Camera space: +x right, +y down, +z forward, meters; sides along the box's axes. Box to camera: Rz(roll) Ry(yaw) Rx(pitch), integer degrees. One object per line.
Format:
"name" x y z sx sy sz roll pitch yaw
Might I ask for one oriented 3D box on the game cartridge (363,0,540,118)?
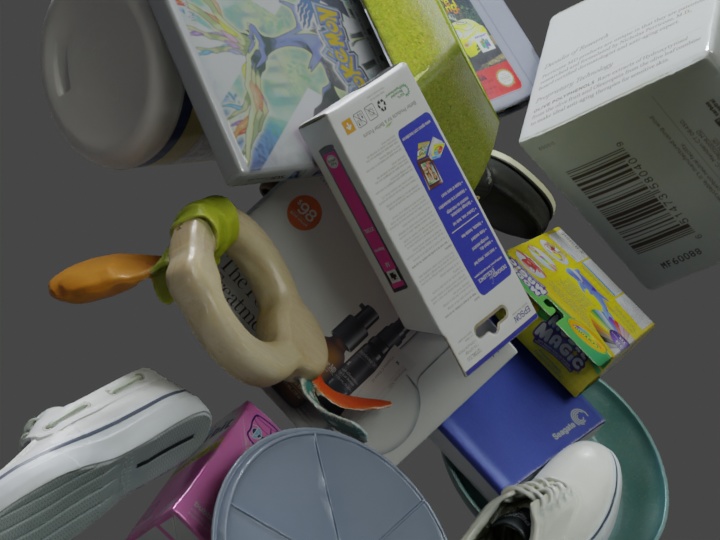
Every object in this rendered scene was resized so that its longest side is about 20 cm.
"game cartridge" 0.071 -0.180 1.895 0.200 0.041 0.133 -26 78 -48

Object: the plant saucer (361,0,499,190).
"plant saucer" 0.041 -0.180 1.680 0.201 0.048 0.200 67 7 24

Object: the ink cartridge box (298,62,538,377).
"ink cartridge box" 0.041 -0.032 1.533 0.095 0.037 0.201 -36 99 -44

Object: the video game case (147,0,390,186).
"video game case" -0.057 -0.156 1.552 0.182 0.022 0.201 -9 70 -45

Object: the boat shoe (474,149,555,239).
"boat shoe" 0.064 -0.071 1.788 0.201 0.074 0.063 28 52 -21

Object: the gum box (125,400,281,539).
"gum box" -0.045 0.201 1.502 0.200 0.066 0.114 45 43 -9

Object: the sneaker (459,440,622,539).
"sneaker" 0.124 0.177 1.582 0.200 0.073 0.071 -49 143 -39

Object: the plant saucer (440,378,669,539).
"plant saucer" 0.138 0.147 1.710 0.199 0.036 0.201 17 46 -19

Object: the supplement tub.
"supplement tub" -0.112 -0.150 1.623 0.199 0.144 0.145 -9 69 -45

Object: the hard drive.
"hard drive" 0.074 0.070 1.690 0.200 0.025 0.132 47 44 14

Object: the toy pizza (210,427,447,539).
"toy pizza" -0.017 0.197 1.456 0.199 0.032 0.201 22 53 -31

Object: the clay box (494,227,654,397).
"clay box" 0.155 0.031 1.752 0.115 0.048 0.200 46 19 8

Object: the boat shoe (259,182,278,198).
"boat shoe" 0.000 0.000 1.648 0.072 0.072 0.200 -34 80 -22

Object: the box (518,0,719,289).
"box" 0.276 -0.131 1.903 0.199 0.199 0.172 46 40 -26

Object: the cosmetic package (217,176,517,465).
"cosmetic package" -0.012 0.033 1.587 0.200 0.151 0.052 47 0 -6

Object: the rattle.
"rattle" -0.092 0.058 1.526 0.200 0.142 0.130 49 12 -34

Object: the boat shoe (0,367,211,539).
"boat shoe" -0.185 0.120 1.442 0.067 0.074 0.200 37 36 26
